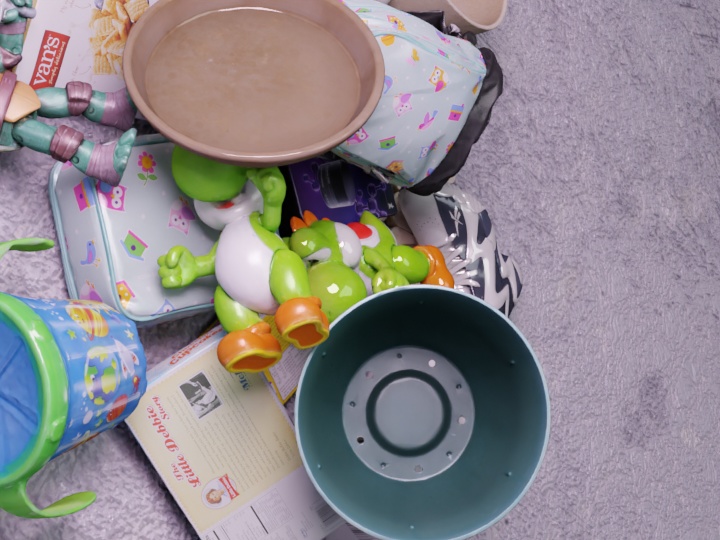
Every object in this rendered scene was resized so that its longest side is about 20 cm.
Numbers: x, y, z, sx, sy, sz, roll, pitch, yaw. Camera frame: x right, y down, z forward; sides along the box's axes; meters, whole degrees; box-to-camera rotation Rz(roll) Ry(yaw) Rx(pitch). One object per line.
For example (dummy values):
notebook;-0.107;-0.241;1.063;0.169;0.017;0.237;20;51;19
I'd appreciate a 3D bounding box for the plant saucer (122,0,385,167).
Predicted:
plant saucer;-0.081;-0.151;0.963;0.198;0.030;0.201;4;53;-5

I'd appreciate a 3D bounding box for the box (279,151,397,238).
box;-0.056;-0.134;1.199;0.141;0.079;0.201;-16;92;-51

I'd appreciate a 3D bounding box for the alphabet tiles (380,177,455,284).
alphabet tiles;0.063;-0.052;1.355;0.195;0.015;0.201;26;61;-42

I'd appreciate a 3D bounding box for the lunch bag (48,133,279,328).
lunch bag;-0.158;-0.040;1.057;0.199;0.077;0.162;-13;88;-49

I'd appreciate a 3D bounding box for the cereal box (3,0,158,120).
cereal box;-0.190;-0.202;1.044;0.199;0.039;0.145;8;106;-47

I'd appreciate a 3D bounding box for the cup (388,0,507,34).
cup;0.040;-0.315;1.293;0.200;0.143;0.202;31;50;-45

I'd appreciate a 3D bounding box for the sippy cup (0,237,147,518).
sippy cup;-0.229;0.076;0.916;0.130;0.139;0.179;-11;127;-59

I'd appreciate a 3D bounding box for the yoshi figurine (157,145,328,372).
yoshi figurine;-0.098;-0.031;0.968;0.112;0.112;0.201;-9;66;-23

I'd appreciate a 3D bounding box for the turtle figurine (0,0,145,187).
turtle figurine;-0.264;-0.131;0.932;0.199;0.101;0.151;16;64;-18

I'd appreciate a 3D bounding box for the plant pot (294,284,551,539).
plant pot;0.047;0.120;1.052;0.161;0.199;0.202;101;-20;-84

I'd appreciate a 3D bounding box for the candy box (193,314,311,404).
candy box;-0.084;0.067;1.143;0.200;0.026;0.103;-47;123;-44

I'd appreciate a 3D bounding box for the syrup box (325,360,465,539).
syrup box;0.028;0.169;1.205;0.079;0.081;0.200;55;47;-24

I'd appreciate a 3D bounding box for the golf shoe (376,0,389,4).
golf shoe;-0.064;-0.261;1.170;0.198;0.073;0.093;6;51;-13

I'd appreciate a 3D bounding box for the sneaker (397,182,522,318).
sneaker;0.097;0.008;1.304;0.199;0.079;0.130;54;36;-38

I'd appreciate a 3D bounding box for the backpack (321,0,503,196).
backpack;0.019;-0.162;1.104;0.199;0.127;0.168;21;102;-37

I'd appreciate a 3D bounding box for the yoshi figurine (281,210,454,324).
yoshi figurine;-0.001;0.016;1.130;0.199;0.112;0.113;11;110;-53

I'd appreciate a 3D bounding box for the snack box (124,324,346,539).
snack box;-0.106;0.157;1.049;0.116;0.037;0.201;-32;107;-11
